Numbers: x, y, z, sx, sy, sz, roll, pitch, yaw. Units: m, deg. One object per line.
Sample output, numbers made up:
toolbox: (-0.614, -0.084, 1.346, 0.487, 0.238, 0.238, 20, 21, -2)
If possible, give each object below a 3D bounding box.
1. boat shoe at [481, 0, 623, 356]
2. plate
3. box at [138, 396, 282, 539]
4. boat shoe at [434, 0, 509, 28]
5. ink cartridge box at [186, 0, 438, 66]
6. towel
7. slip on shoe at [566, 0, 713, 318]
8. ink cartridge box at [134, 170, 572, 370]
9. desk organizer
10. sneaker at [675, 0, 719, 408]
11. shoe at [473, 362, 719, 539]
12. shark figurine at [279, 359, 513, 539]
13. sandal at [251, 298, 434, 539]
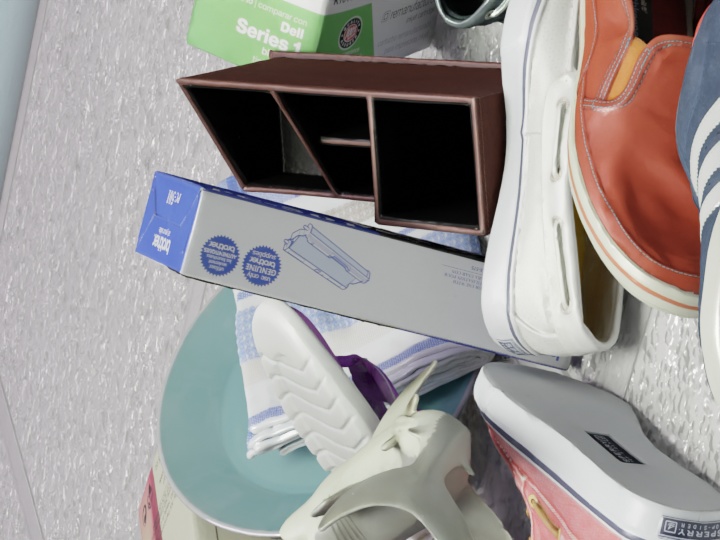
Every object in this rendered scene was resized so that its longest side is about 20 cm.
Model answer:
boat shoe: (0.105, -0.059, 1.297, 0.070, 0.071, 0.201, 4, 84, 43)
plate: (-0.018, 0.058, 1.505, 0.199, 0.026, 0.201, -17, 49, 21)
box: (-0.041, 0.180, 1.541, 0.109, 0.127, 0.201, 112, 156, -44)
boat shoe: (0.082, -0.196, 1.351, 0.073, 0.062, 0.201, 43, 139, 24)
ink cartridge box: (-0.005, -0.212, 1.507, 0.146, 0.084, 0.201, -28, -42, -56)
towel: (-0.006, -0.002, 1.511, 0.024, 0.146, 0.201, 51, -158, -44)
slip on shoe: (0.130, -0.073, 1.207, 0.061, 0.074, 0.201, 130, 146, -54)
ink cartridge box: (0.000, 0.000, 1.355, 0.094, 0.199, 0.044, -158, 82, -71)
desk organizer: (0.007, -0.064, 1.389, 0.199, 0.077, 0.072, 7, 106, 41)
sneaker: (0.157, -0.026, 1.109, 0.084, 0.075, 0.201, 142, 140, -63)
shoe: (0.094, 0.111, 1.250, 0.200, 0.071, 0.092, -137, 58, -63)
shark figurine: (0.036, 0.103, 1.258, 0.128, 0.089, 0.214, -49, 4, -17)
sandal: (0.016, 0.089, 1.390, 0.203, 0.050, 0.082, 56, 158, -14)
